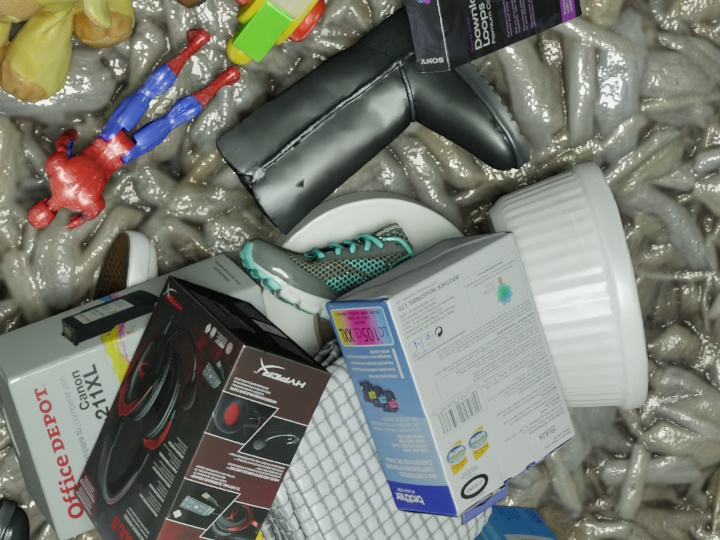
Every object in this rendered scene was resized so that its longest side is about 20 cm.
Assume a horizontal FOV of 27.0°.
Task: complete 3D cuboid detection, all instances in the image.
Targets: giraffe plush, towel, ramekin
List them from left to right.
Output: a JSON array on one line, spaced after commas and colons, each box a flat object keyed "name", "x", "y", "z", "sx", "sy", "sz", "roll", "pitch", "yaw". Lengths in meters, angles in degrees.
[{"name": "giraffe plush", "x": -0.229, "y": -0.222, "z": 1.081, "sx": 0.172, "sy": 0.162, "sz": 0.200, "roll": 35, "pitch": 94, "yaw": -17}, {"name": "towel", "x": -0.004, "y": 0.159, "z": 1.140, "sx": 0.166, "sy": 0.085, "sz": 0.200, "roll": -40, "pitch": 111, "yaw": -35}, {"name": "ramekin", "x": 0.163, "y": 0.020, "z": 1.212, "sx": 0.094, "sy": 0.202, "sz": 0.203, "roll": -12, "pitch": 105, "yaw": 2}]

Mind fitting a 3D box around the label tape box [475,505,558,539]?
[{"name": "label tape box", "x": 0.128, "y": 0.322, "z": 1.294, "sx": 0.066, "sy": 0.143, "sz": 0.201, "roll": 4, "pitch": 102, "yaw": -13}]

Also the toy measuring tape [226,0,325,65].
[{"name": "toy measuring tape", "x": -0.040, "y": -0.238, "z": 1.154, "sx": 0.073, "sy": 0.074, "sz": 0.200, "roll": 34, "pitch": 116, "yaw": -17}]

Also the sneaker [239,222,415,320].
[{"name": "sneaker", "x": 0.000, "y": 0.000, "z": 1.197, "sx": 0.200, "sy": 0.078, "sz": 0.091, "roll": 20, "pitch": 93, "yaw": -25}]

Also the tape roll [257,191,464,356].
[{"name": "tape roll", "x": 0.010, "y": 0.034, "z": 1.259, "sx": 0.202, "sy": 0.037, "sz": 0.203, "roll": -3, "pitch": 103, "yaw": -11}]

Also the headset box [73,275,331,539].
[{"name": "headset box", "x": -0.118, "y": 0.125, "z": 1.038, "sx": 0.075, "sy": 0.149, "sz": 0.200, "roll": 21, "pitch": 98, "yaw": -31}]

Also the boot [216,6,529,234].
[{"name": "boot", "x": 0.009, "y": -0.096, "z": 1.188, "sx": 0.200, "sy": 0.066, "sz": 0.165, "roll": -36, "pitch": 78, "yaw": -6}]

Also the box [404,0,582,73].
[{"name": "box", "x": 0.098, "y": -0.244, "z": 1.154, "sx": 0.200, "sy": 0.036, "sz": 0.143, "roll": -29, "pitch": 113, "yaw": -46}]

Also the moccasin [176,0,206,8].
[{"name": "moccasin", "x": -0.086, "y": -0.293, "z": 1.149, "sx": 0.201, "sy": 0.074, "sz": 0.078, "roll": -39, "pitch": 116, "yaw": 9}]

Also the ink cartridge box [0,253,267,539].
[{"name": "ink cartridge box", "x": -0.165, "y": 0.095, "z": 1.140, "sx": 0.200, "sy": 0.083, "sz": 0.146, "roll": -21, "pitch": 117, "yaw": -19}]

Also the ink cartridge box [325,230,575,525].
[{"name": "ink cartridge box", "x": 0.073, "y": 0.089, "z": 1.104, "sx": 0.136, "sy": 0.076, "sz": 0.200, "roll": -27, "pitch": 103, "yaw": -35}]

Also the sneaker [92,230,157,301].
[{"name": "sneaker", "x": -0.171, "y": 0.064, "z": 1.218, "sx": 0.084, "sy": 0.073, "sz": 0.201, "roll": -2, "pitch": 107, "yaw": -28}]

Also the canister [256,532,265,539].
[{"name": "canister", "x": -0.059, "y": 0.219, "z": 1.262, "sx": 0.199, "sy": 0.087, "sz": 0.149, "roll": -5, "pitch": 103, "yaw": -10}]

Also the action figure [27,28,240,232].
[{"name": "action figure", "x": -0.191, "y": -0.100, "z": 1.178, "sx": 0.200, "sy": 0.099, "sz": 0.065, "roll": -46, "pitch": 106, "yaw": -22}]

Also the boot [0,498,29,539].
[{"name": "boot", "x": -0.231, "y": 0.288, "z": 1.249, "sx": 0.200, "sy": 0.066, "sz": 0.165, "roll": 19, "pitch": 107, "yaw": -12}]
